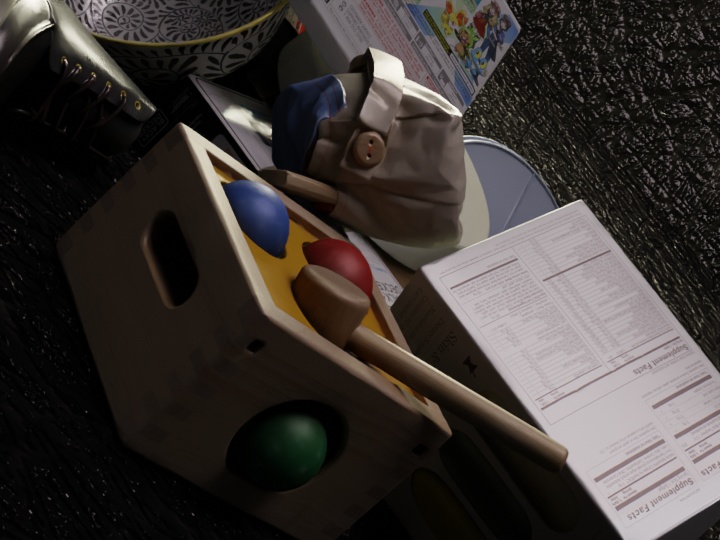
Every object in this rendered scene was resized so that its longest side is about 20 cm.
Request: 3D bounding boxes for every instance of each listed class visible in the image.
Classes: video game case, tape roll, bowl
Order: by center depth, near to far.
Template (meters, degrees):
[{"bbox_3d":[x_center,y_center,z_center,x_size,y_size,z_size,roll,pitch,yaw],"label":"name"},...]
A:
[{"bbox_3d":[0.022,-0.194,1.303,0.201,0.022,0.183,56,45,-23],"label":"video game case"},{"bbox_3d":[-0.130,-0.188,1.309,0.095,0.199,0.201,91,-25,-49],"label":"bowl"},{"bbox_3d":[0.019,-0.090,1.362,0.203,0.037,0.204,43,26,-27],"label":"tape roll"}]

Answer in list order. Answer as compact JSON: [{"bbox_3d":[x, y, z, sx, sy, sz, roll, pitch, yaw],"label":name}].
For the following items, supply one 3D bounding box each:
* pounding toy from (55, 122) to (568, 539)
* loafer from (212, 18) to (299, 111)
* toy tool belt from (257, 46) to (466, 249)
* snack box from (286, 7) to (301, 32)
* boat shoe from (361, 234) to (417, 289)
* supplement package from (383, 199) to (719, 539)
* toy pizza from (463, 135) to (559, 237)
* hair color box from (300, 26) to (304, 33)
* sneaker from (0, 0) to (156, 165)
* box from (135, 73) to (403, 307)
[{"bbox_3d":[-0.028,0.042,0.995,0.184,0.142,0.201,34,20,-42],"label":"pounding toy"},{"bbox_3d":[-0.086,-0.173,1.388,0.072,0.063,0.200,-35,82,-36],"label":"loafer"},{"bbox_3d":[-0.018,-0.071,1.154,0.200,0.122,0.126,-145,-128,-72],"label":"toy tool belt"},{"bbox_3d":[-0.116,-0.243,1.537,0.141,0.053,0.200,14,22,-8],"label":"snack box"},{"bbox_3d":[0.000,0.000,1.345,0.072,0.065,0.201,8,44,-54],"label":"boat shoe"},{"bbox_3d":[0.110,0.096,1.141,0.150,0.152,0.201,-22,67,-40],"label":"supplement package"},{"bbox_3d":[0.092,-0.005,1.508,0.199,0.032,0.202,9,77,-39],"label":"toy pizza"},{"bbox_3d":[-0.014,-0.133,1.659,0.101,0.061,0.201,30,22,-51],"label":"hair color box"},{"bbox_3d":[-0.172,-0.106,1.086,0.106,0.075,0.200,44,14,-7],"label":"sneaker"},{"bbox_3d":[-0.055,-0.029,1.267,0.201,0.060,0.116,54,16,21],"label":"box"}]
